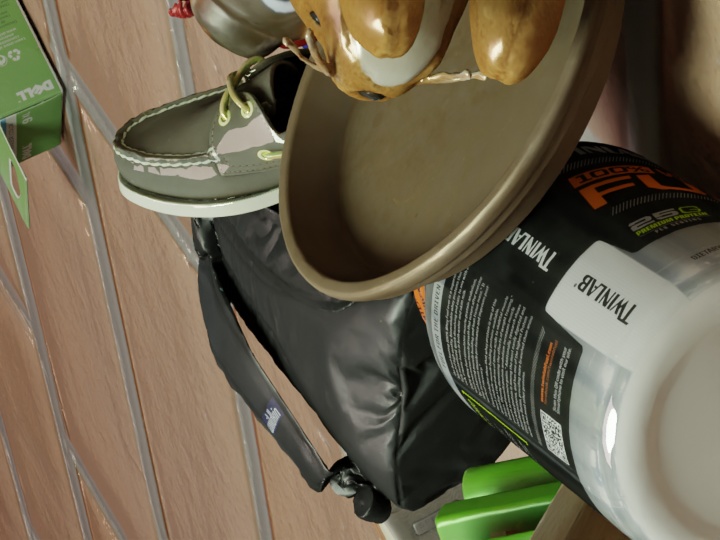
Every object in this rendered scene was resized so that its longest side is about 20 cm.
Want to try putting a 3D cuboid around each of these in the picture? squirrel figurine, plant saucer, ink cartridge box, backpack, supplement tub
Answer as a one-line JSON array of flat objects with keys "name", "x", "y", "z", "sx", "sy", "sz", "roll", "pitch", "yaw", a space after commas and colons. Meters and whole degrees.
[{"name": "squirrel figurine", "x": 0.026, "y": -0.160, "z": 1.060, "sx": 0.187, "sy": 0.141, "sz": 0.201, "roll": 136, "pitch": 129, "yaw": -64}, {"name": "plant saucer", "x": 0.038, "y": -0.077, "z": 1.138, "sx": 0.029, "sy": 0.201, "sz": 0.200, "roll": 26, "pitch": -174, "yaw": -29}, {"name": "ink cartridge box", "x": -0.275, "y": -0.146, "z": 2.250, "sx": 0.201, "sy": 0.059, "sz": 0.104, "roll": 62, "pitch": 164, "yaw": 16}, {"name": "backpack", "x": 0.000, "y": 0.000, "z": 1.406, "sx": 0.200, "sy": 0.126, "sz": 0.168, "roll": 45, "pitch": 138, "yaw": 44}, {"name": "supplement tub", "x": 0.102, "y": 0.024, "z": 1.108, "sx": 0.200, "sy": 0.122, "sz": 0.123, "roll": 37, "pitch": 147, "yaw": 60}]

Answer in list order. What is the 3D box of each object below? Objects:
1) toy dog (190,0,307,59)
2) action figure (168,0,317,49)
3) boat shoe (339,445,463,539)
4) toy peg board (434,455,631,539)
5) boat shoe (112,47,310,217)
[{"name": "toy dog", "x": -0.065, "y": -0.193, "z": 1.336, "sx": 0.200, "sy": 0.139, "sz": 0.194, "roll": 58, "pitch": 170, "yaw": 26}, {"name": "action figure", "x": -0.068, "y": -0.147, "z": 1.442, "sx": 0.200, "sy": 0.098, "sz": 0.066, "roll": -107, "pitch": 4, "yaw": -52}, {"name": "boat shoe", "x": 0.023, "y": 0.104, "z": 1.590, "sx": 0.072, "sy": 0.075, "sz": 0.201, "roll": -145, "pitch": 36, "yaw": -66}, {"name": "toy peg board", "x": 0.092, "y": 0.170, "z": 1.204, "sx": 0.200, "sy": 0.097, "sz": 0.200, "roll": -49, "pitch": -57, "yaw": -61}, {"name": "boat shoe", "x": -0.027, "y": -0.071, "z": 1.311, "sx": 0.072, "sy": 0.201, "sz": 0.060, "roll": -73, "pitch": -33, "yaw": -42}]
